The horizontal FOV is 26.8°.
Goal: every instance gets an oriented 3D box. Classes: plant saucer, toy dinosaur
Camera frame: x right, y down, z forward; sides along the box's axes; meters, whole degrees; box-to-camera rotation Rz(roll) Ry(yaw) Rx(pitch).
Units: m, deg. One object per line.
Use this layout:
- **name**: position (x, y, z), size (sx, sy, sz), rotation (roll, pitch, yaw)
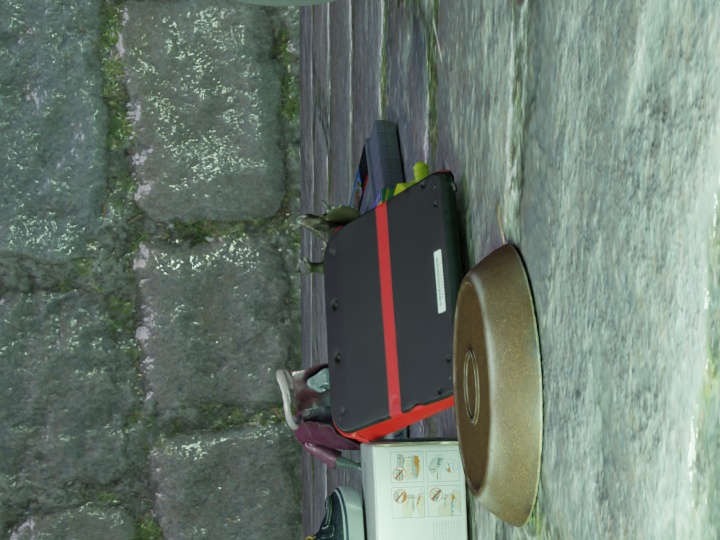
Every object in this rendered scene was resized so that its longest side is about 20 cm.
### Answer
- **plant saucer**: position (0.093, 0.082, 1.078), size (0.200, 0.034, 0.202), rotation (178, 90, -83)
- **toy dinosaur**: position (0.000, 0.000, 1.627), size (0.200, 0.102, 0.077), rotation (50, 132, 11)

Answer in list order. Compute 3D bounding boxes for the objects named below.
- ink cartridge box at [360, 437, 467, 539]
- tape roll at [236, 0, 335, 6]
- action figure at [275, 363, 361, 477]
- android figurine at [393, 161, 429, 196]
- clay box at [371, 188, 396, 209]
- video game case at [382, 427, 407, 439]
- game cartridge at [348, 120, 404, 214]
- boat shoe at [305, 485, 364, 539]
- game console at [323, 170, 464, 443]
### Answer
- **ink cartridge box**: position (0.047, 0.250, 1.341), size (0.176, 0.083, 0.202), rotation (132, 136, -84)
- **tape roll**: position (-0.095, -0.406, 1.990), size (0.200, 0.198, 0.067), rotation (131, 137, -82)
- **action figure**: position (-0.046, 0.187, 1.803), size (0.200, 0.148, 0.135), rotation (139, 124, -66)
- **android figurine**: position (0.058, 0.004, 1.368), size (0.182, 0.041, 0.202), rotation (102, 165, -69)
- **clay box**: position (0.038, 0.029, 1.532), size (0.115, 0.047, 0.202), rotation (115, 153, -74)
- **video game case**: position (0.032, 0.119, 1.754), size (0.200, 0.022, 0.184), rotation (-110, 19, -72)
- **game cartridge**: position (0.013, -0.059, 1.734), size (0.201, 0.038, 0.130), rotation (105, 160, -46)
- **boat shoe**: position (-0.040, 0.266, 1.354), size (0.201, 0.090, 0.071), rotation (-96, 5, -58)
- **game console**: position (0.031, 0.034, 1.288), size (0.176, 0.031, 0.202), rotation (-27, 59, 46)
